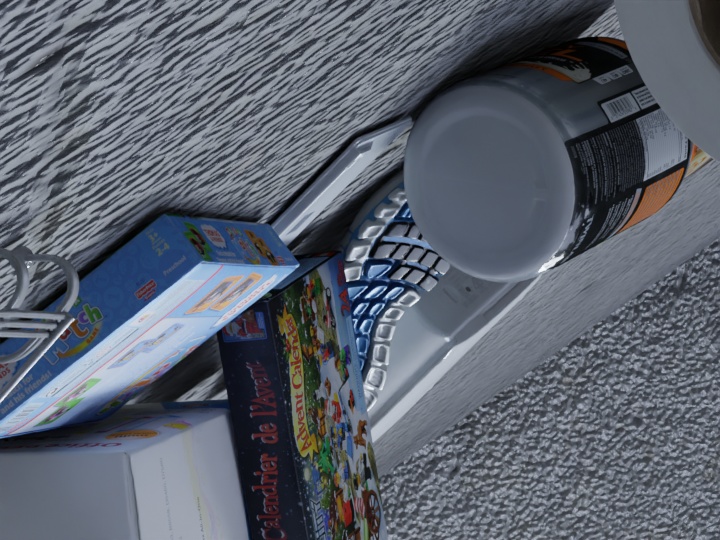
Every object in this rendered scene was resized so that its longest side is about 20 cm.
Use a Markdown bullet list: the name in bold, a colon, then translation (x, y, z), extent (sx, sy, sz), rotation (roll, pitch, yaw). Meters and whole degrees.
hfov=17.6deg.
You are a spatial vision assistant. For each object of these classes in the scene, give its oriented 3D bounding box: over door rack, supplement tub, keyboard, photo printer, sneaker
- **over door rack**: translation (-0.206, 0.071, 0.964), extent (0.200, 0.067, 0.148), rotation (-59, 169, 4)
- **supplement tub**: translation (0.123, -0.073, 1.404), extent (0.123, 0.123, 0.200), rotation (-42, 170, 33)
- **keyboard**: translation (-0.042, -0.027, 1.375), extent (0.200, 0.011, 0.056), rotation (-43, 175, 38)
- **photo printer**: translation (0.033, 0.053, 1.672), extent (0.166, 0.069, 0.200), rotation (-39, 174, -48)
- **sneaker**: translation (0.000, 0.000, 1.531), extent (0.075, 0.087, 0.200), rotation (14, 121, -27)

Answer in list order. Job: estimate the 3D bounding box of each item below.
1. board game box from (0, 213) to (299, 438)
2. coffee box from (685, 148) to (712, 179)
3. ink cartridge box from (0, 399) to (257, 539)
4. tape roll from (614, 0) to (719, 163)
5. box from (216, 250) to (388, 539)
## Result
- **board game box**: translation (-0.123, 0.030, 1.246), extent (0.151, 0.037, 0.200), rotation (-38, 171, 9)
- **coffee box**: translation (0.254, -0.124, 1.810), extent (0.200, 0.080, 0.114), rotation (-35, 172, -14)
- **ink cartridge box**: translation (-0.149, 0.153, 1.351), extent (0.128, 0.125, 0.200), rotation (-4, -176, 21)
- **tape roll**: translation (0.249, -0.157, 1.194), extent (0.139, 0.203, 0.203), rotation (-31, 170, -38)
- **box**: translation (-0.034, 0.100, 1.431), extent (0.038, 0.200, 0.137), rotation (-5, -168, 19)
